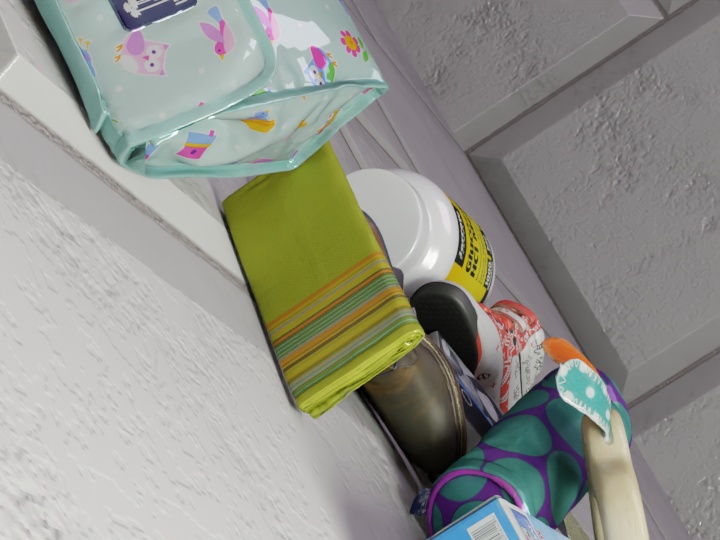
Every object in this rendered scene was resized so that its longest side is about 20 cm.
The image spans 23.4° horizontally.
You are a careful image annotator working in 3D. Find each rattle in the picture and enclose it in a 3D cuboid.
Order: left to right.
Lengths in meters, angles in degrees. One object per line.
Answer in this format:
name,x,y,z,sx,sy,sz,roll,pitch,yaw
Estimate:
rattle,0.199,0.134,1.097,0.130,0.142,0.202,6,76,-70

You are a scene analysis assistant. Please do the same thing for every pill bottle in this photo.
pill bottle,0.034,-0.017,1.388,0.113,0.112,0.200,60,9,18

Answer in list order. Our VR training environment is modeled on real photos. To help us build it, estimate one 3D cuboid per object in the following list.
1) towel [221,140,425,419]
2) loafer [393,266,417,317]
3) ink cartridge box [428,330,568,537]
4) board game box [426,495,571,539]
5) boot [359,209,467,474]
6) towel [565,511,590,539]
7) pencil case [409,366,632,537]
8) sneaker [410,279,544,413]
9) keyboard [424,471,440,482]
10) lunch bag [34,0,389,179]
towel,-0.027,-0.001,1.071,0.018,0.086,0.201,50,11,-43
loafer,0.000,0.000,1.253,0.201,0.063,0.072,55,0,16
ink cartridge box,0.103,0.145,1.306,0.200,0.039,0.100,52,14,-24
board game box,0.125,0.235,0.943,0.201,0.056,0.196,61,9,25
boot,0.002,0.063,1.155,0.201,0.074,0.097,63,31,-8
towel,0.181,0.247,1.522,0.149,0.036,0.200,51,10,-30
pencil case,0.116,0.137,1.187,0.085,0.093,0.200,37,32,13
sneaker,0.093,0.050,1.381,0.108,0.067,0.202,-59,146,-34
keyboard,0.083,0.176,1.289,0.201,0.021,0.127,58,14,-1
lunch bag,-0.104,-0.146,1.034,0.199,0.122,0.171,-11,70,-52
